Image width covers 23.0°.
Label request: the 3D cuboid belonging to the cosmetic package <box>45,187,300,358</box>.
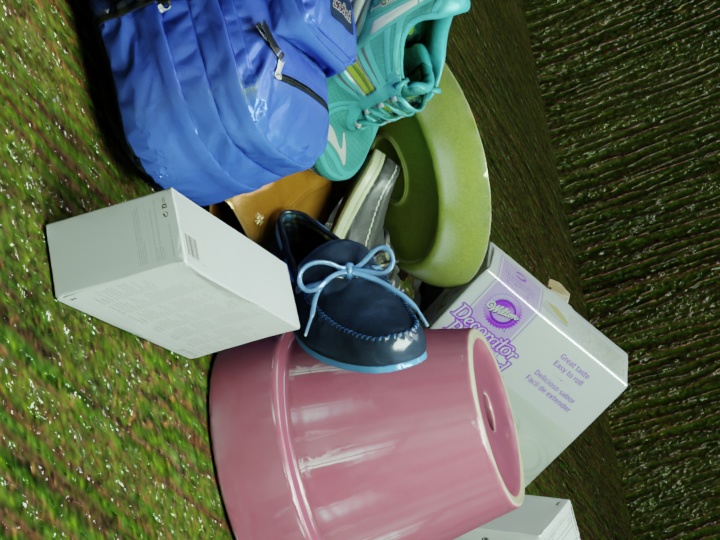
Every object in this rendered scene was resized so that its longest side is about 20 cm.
[{"bbox_3d":[-0.109,0.005,1.075,0.200,0.082,0.051,38,37,-70],"label":"cosmetic package"}]

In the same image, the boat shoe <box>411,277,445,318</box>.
[{"bbox_3d":[0.075,0.020,1.450,0.074,0.060,0.200,-46,167,-31],"label":"boat shoe"}]

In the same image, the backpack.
[{"bbox_3d":[-0.090,-0.153,1.150,0.162,0.167,0.201,21,56,-65],"label":"backpack"}]

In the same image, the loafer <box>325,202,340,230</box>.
[{"bbox_3d":[-0.039,-0.089,1.461,0.063,0.071,0.201,-115,-159,-59],"label":"loafer"}]

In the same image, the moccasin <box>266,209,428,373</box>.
[{"bbox_3d":[-0.022,0.011,1.194,0.200,0.080,0.069,30,-53,55],"label":"moccasin"}]

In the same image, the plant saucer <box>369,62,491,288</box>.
[{"bbox_3d":[0.032,-0.079,1.331,0.200,0.031,0.201,43,-39,47],"label":"plant saucer"}]

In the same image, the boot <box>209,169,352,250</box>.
[{"bbox_3d":[-0.061,-0.098,1.280,0.144,0.070,0.202,-47,140,-37],"label":"boot"}]

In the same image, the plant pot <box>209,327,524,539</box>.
[{"bbox_3d":[0.012,0.123,1.234,0.200,0.178,0.201,-15,90,-76],"label":"plant pot"}]

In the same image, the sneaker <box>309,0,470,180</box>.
[{"bbox_3d":[0.013,-0.133,1.216,0.077,0.201,0.080,-20,59,-41],"label":"sneaker"}]

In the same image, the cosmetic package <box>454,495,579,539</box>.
[{"bbox_3d":[0.071,0.210,1.326,0.051,0.199,0.083,-38,119,-44],"label":"cosmetic package"}]

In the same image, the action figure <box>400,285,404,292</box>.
[{"bbox_3d":[-0.007,0.048,1.506,0.200,0.054,0.119,-19,106,-72],"label":"action figure"}]

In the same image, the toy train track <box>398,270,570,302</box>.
[{"bbox_3d":[0.086,-0.016,1.510,0.115,0.199,0.033,122,-11,-59],"label":"toy train track"}]

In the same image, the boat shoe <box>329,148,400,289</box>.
[{"bbox_3d":[0.000,0.001,1.342,0.072,0.066,0.202,-67,179,-59],"label":"boat shoe"}]

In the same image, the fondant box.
[{"bbox_3d":[0.091,0.099,1.380,0.144,0.200,0.058,39,22,-8],"label":"fondant box"}]
